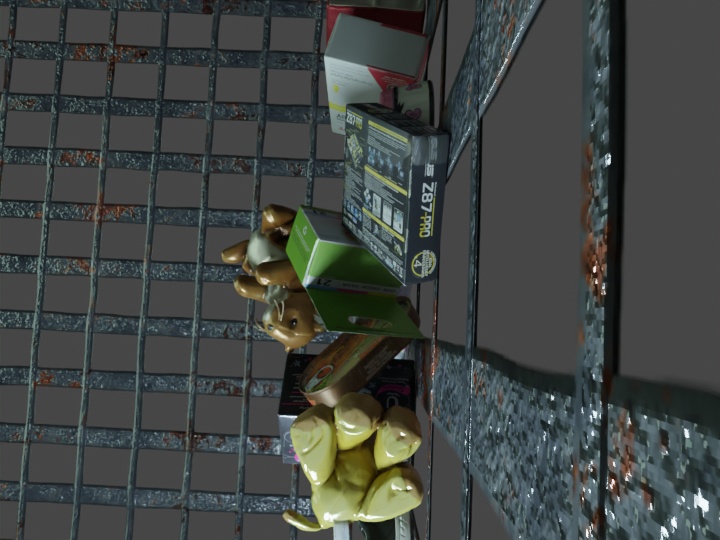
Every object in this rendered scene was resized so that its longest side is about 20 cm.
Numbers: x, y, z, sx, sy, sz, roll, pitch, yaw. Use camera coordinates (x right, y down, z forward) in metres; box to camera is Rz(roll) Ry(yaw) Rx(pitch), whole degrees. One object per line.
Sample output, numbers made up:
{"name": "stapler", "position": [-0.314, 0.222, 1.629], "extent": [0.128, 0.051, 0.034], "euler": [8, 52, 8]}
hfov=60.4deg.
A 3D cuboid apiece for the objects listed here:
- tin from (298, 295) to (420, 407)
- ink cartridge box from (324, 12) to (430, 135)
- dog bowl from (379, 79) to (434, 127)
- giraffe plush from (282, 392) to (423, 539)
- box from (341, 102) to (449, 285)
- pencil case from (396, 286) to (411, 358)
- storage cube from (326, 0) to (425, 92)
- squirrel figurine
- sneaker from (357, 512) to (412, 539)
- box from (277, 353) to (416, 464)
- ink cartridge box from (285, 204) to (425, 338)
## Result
{"name": "tin", "position": [0.001, 0.113, 0.861], "extent": [0.042, 0.199, 0.112], "euler": [54, 163, -14]}
{"name": "ink cartridge box", "position": [0.025, -0.290, 0.983], "extent": [0.200, 0.142, 0.085], "euler": [87, -162, -71]}
{"name": "dog bowl", "position": [0.059, -0.164, 0.875], "extent": [0.200, 0.072, 0.205], "euler": [3, -90, -89]}
{"name": "giraffe plush", "position": [-0.002, 0.241, 0.791], "extent": [0.162, 0.169, 0.204], "euler": [-42, -34, -81]}
{"name": "box", "position": [0.032, -0.098, 0.723], "extent": [0.200, 0.048, 0.164], "euler": [-134, 40, -59]}
{"name": "pencil case", "position": [0.042, 0.067, 1.096], "extent": [0.083, 0.089, 0.204], "euler": [-131, 38, -51]}
{"name": "storage cube", "position": [0.027, -0.446, 1.118], "extent": [0.181, 0.167, 0.203], "euler": [94, 180, -57]}
{"name": "squirrel figurine", "position": [-0.095, 0.026, 0.954], "extent": [0.198, 0.141, 0.189], "euler": [8, -126, -54]}
{"name": "sneaker", "position": [0.028, 0.424, 0.839], "extent": [0.075, 0.083, 0.203], "euler": [90, -177, -56]}
{"name": "box", "position": [-0.019, 0.216, 0.934], "extent": [0.116, 0.195, 0.134], "euler": [-85, -3, -48]}
{"name": "ink cartridge box", "position": [0.000, 0.000, 0.818], "extent": [0.201, 0.145, 0.077], "euler": [55, 131, 53]}
